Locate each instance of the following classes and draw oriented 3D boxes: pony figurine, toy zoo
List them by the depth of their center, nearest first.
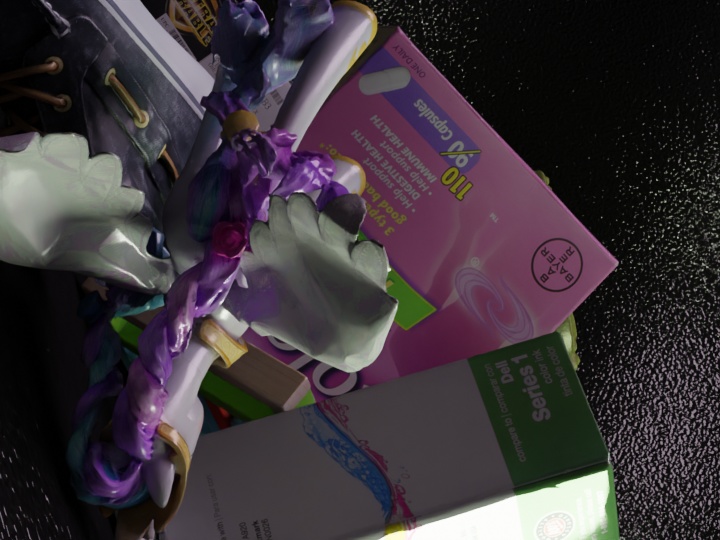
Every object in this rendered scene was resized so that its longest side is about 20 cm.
[{"bbox_3d":[-0.054,-0.012,0.779,0.193,0.166,0.201,95,15,-55],"label":"pony figurine"},{"bbox_3d":[-0.061,0.083,1.043,0.131,0.020,0.200,29,-24,29],"label":"toy zoo"}]

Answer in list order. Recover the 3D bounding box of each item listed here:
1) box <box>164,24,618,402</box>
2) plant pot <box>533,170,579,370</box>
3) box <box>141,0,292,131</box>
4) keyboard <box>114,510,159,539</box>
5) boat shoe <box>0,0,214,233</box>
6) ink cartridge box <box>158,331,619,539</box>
[{"bbox_3d":[0.000,0.000,1.105,0.176,0.200,0.097,46,-3,-13],"label":"box"},{"bbox_3d":[0.030,0.015,1.243,0.200,0.189,0.201,-11,90,-85],"label":"plant pot"},{"bbox_3d":[-0.118,-0.148,1.080,0.199,0.050,0.200,58,-12,-10],"label":"box"},{"bbox_3d":[-0.091,0.122,0.950,0.200,0.011,0.057,-10,81,-90],"label":"keyboard"},{"bbox_3d":[-0.126,-0.074,0.827,0.200,0.071,0.091,42,58,-50],"label":"boat shoe"},{"bbox_3d":[0.015,0.127,0.955,0.145,0.199,0.084,77,-4,-48],"label":"ink cartridge box"}]
